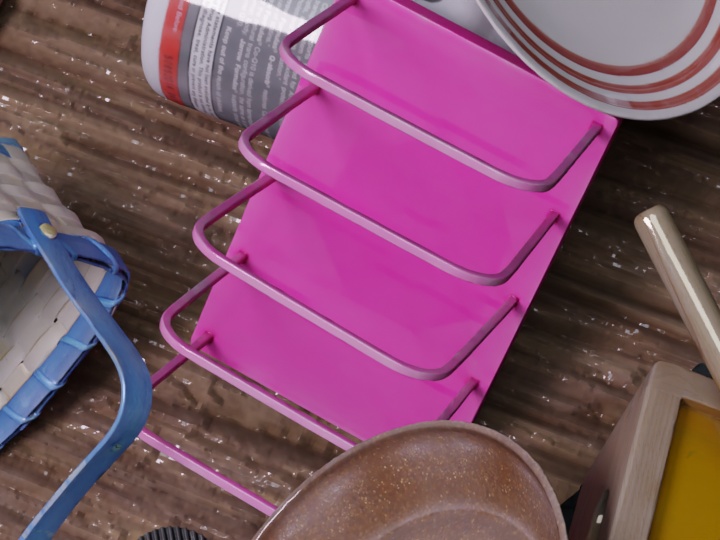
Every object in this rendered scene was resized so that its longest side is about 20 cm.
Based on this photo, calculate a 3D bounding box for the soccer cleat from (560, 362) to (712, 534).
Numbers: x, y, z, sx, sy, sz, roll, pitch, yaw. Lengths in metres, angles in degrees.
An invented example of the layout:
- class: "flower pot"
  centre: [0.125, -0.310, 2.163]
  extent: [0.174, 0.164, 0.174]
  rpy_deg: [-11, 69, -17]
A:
- class: "soccer cleat"
  centre: [0.147, 0.093, 1.140]
  extent: [0.199, 0.068, 0.081]
  rpy_deg: [-24, 54, -4]

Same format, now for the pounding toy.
- class: "pounding toy"
  centre: [0.158, 0.116, 1.003]
  extent: [0.183, 0.142, 0.201]
  rpy_deg: [21, 54, -2]

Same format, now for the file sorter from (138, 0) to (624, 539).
- class: "file sorter"
  centre: [0.000, 0.000, 1.090]
  extent: [0.138, 0.125, 0.201]
  rpy_deg: [28, 115, 8]

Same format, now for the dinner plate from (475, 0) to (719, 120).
- class: "dinner plate"
  centre: [0.106, -0.162, 1.113]
  extent: [0.199, 0.024, 0.201]
  rpy_deg: [11, 71, -35]

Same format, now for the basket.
- class: "basket"
  centre: [-0.183, 0.046, 1.123]
  extent: [0.177, 0.139, 0.200]
  rpy_deg: [-51, 59, 25]

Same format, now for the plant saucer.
- class: "plant saucer"
  centre: [0.012, 0.156, 0.987]
  extent: [0.200, 0.037, 0.201]
  rpy_deg: [-28, 43, 29]

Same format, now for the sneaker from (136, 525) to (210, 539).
- class: "sneaker"
  centre: [-0.065, 0.208, 1.119]
  extent: [0.070, 0.093, 0.201]
  rpy_deg: [-32, 98, -30]

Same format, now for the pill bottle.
- class: "pill bottle"
  centre: [0.006, -0.106, 1.185]
  extent: [0.199, 0.116, 0.116]
  rpy_deg: [21, 75, 12]

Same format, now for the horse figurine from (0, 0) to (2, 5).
- class: "horse figurine"
  centre: [-0.266, -0.085, 1.232]
  extent: [0.132, 0.050, 0.201]
  rpy_deg: [20, 66, -7]
